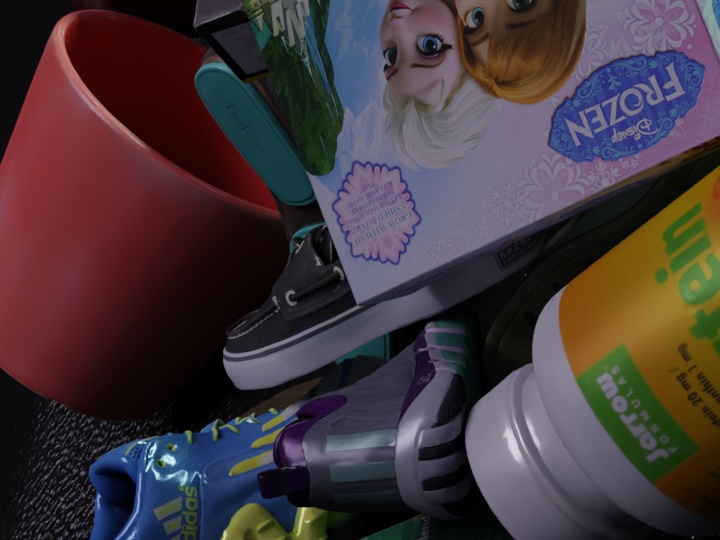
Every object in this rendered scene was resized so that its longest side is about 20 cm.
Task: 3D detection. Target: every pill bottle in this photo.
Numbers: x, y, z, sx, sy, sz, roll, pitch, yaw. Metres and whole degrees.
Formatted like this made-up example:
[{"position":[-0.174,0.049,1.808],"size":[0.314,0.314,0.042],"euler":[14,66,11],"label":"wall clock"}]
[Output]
[{"position":[0.136,0.030,0.806],"size":[0.200,0.111,0.111],"euler":[-40,31,30],"label":"pill bottle"}]

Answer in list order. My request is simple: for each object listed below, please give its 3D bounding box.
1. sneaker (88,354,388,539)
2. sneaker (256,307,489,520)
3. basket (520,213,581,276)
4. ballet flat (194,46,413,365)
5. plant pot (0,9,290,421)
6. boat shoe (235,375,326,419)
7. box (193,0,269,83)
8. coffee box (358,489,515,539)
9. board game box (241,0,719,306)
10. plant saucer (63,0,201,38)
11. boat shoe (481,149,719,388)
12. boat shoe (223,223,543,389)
[{"position":[-0.057,0.092,0.982],"size":[0.076,0.105,0.200],"euler":[-24,27,49],"label":"sneaker"},{"position":[0.009,0.060,0.932],"size":[0.200,0.087,0.075],"euler":[-33,-62,-81],"label":"sneaker"},{"position":[0.108,-0.112,0.996],"size":[0.200,0.123,0.136],"euler":[-43,30,24],"label":"basket"},{"position":[-0.010,-0.038,1.075],"size":[0.068,0.200,0.068],"euler":[-1,33,45],"label":"ballet flat"},{"position":[-0.131,-0.024,1.252],"size":[0.178,0.200,0.201],"euler":[-56,25,22],"label":"plant pot"},{"position":[-0.067,0.133,1.087],"size":[0.200,0.068,0.072],"euler":[-42,22,-8],"label":"boat shoe"},{"position":[0.012,-0.196,0.988],"size":[0.159,0.049,0.201],"euler":[-16,52,29],"label":"box"},{"position":[0.008,0.173,0.935],"size":[0.200,0.044,0.123],"euler":[-28,37,44],"label":"coffee box"},{"position":[0.044,-0.112,0.850],"size":[0.200,0.041,0.200],"euler":[-26,82,38],"label":"board game box"},{"position":[-0.086,-0.190,1.280],"size":[0.200,0.200,0.037],"euler":[-36,64,35],"label":"plant saucer"},{"position":[0.132,-0.017,0.923],"size":[0.200,0.075,0.068],"euler":[-45,10,26],"label":"boat shoe"},{"position":[0.000,0.000,0.981],"size":[0.200,0.057,0.069],"euler":[-25,9,44],"label":"boat shoe"}]
